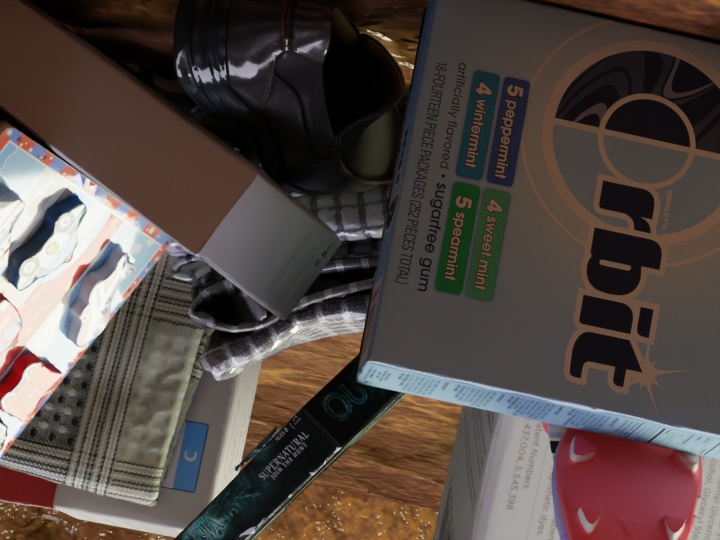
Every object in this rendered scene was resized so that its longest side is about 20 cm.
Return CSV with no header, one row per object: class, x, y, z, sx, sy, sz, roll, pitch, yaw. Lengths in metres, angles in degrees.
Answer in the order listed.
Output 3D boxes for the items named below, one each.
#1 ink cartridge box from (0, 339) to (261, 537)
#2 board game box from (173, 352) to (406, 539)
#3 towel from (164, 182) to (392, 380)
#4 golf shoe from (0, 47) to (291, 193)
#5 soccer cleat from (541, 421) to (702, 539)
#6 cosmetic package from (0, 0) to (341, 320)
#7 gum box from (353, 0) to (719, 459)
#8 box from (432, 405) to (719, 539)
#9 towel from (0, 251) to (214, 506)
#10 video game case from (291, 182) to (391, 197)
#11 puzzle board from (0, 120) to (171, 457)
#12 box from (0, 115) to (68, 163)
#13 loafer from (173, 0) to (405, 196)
ink cartridge box,-0.144,0.042,1.696,0.176,0.200,0.045,9,169,15
board game box,0.002,0.055,1.340,0.028,0.200,0.135,46,133,3
towel,0.000,0.000,1.535,0.165,0.086,0.200,-8,-179,10
golf shoe,-0.105,-0.065,1.511,0.200,0.078,0.094,10,170,17
soccer cleat,0.107,0.069,1.309,0.067,0.200,0.076,6,138,-11
cosmetic package,-0.103,-0.058,1.377,0.200,0.051,0.083,36,-179,36
gum box,0.111,-0.017,1.255,0.200,0.170,0.045,13,165,-5
box,0.139,0.135,1.652,0.171,0.200,0.199,11,-163,-3
towel,-0.172,0.011,1.640,0.192,0.200,0.035,17,176,0
video game case,-0.037,-0.044,1.728,0.200,0.018,0.143,4,167,38
puzzle board,-0.185,0.038,1.388,0.017,0.200,0.151,38,-179,32
box,-0.265,-0.017,1.450,0.200,0.193,0.122,34,-176,33
loafer,-0.014,-0.078,1.356,0.072,0.073,0.200,2,169,23
